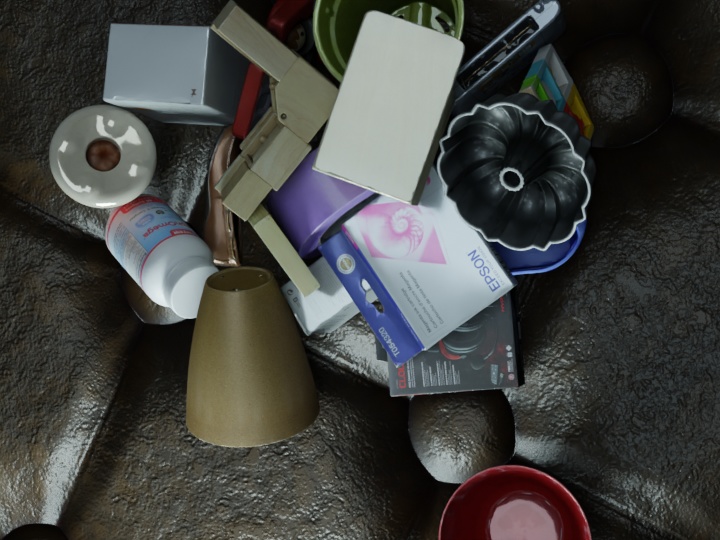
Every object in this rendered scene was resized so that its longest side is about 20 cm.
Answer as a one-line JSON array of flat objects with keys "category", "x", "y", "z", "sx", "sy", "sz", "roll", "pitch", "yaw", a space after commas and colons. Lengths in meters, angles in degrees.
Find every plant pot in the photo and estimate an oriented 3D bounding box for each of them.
[{"category": "plant pot", "x": 0.056, "y": -0.315, "z": 1.615, "sx": 0.198, "sy": 0.184, "sz": 0.203, "roll": -1, "pitch": 88, "yaw": 15}, {"category": "plant pot", "x": -0.155, "y": 0.105, "z": 1.624, "sx": 0.184, "sy": 0.187, "sz": 0.202, "roll": 2, "pitch": 112, "yaw": 16}]

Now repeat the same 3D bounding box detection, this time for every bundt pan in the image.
[{"category": "bundt pan", "x": 0.197, "y": -0.129, "z": 1.464, "sx": 0.200, "sy": 0.076, "sz": 0.204, "roll": 18, "pitch": 131, "yaw": 22}]

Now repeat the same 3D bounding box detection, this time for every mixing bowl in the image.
[{"category": "mixing bowl", "x": 0.210, "y": 0.351, "z": 1.586, "sx": 0.198, "sy": 0.108, "sz": 0.203, "roll": -1, "pitch": 88, "yaw": 16}]

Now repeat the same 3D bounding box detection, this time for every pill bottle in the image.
[{"category": "pill bottle", "x": -0.273, "y": -0.019, "z": 1.696, "sx": 0.200, "sy": 0.108, "sz": 0.109, "roll": 41, "pitch": 100, "yaw": 43}]

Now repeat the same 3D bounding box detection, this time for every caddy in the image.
[{"category": "caddy", "x": 0.199, "y": -0.065, "z": 1.586, "sx": 0.198, "sy": 0.105, "sz": 0.143, "roll": -7, "pitch": 87, "yaw": 15}]

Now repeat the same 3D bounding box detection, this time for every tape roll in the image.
[{"category": "tape roll", "x": -0.022, "y": -0.108, "z": 1.621, "sx": 0.199, "sy": 0.200, "sz": 0.085, "roll": -36, "pitch": 80, "yaw": 11}]

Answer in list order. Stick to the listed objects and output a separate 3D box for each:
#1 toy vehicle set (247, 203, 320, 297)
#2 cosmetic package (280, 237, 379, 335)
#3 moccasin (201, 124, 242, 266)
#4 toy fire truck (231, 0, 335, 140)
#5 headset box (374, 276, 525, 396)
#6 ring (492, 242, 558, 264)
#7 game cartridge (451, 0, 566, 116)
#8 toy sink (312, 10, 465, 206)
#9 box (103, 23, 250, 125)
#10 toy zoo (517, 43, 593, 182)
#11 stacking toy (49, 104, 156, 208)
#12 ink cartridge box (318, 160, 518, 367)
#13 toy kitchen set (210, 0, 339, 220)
[{"category": "toy vehicle set", "x": -0.122, "y": -0.050, "z": 1.616, "sx": 0.026, "sy": 0.200, "sz": 0.125, "roll": -36, "pitch": 116, "yaw": -3}, {"category": "cosmetic package", "x": 0.000, "y": 0.000, "z": 1.658, "sx": 0.199, "sy": 0.113, "sz": 0.082, "roll": -35, "pitch": 81, "yaw": 14}, {"category": "moccasin", "x": -0.184, "y": -0.107, "z": 1.732, "sx": 0.077, "sy": 0.074, "sz": 0.204, "roll": 6, "pitch": 88, "yaw": 10}, {"category": "toy fire truck", "x": -0.103, "y": -0.284, "z": 1.653, "sx": 0.111, "sy": 0.168, "sz": 0.202, "roll": 27, "pitch": 118, "yaw": 14}, {"category": "headset box", "x": 0.116, "y": 0.090, "z": 1.639, "sx": 0.198, "sy": 0.075, "sz": 0.151, "roll": -5, "pitch": 87, "yaw": 15}, {"category": "ring", "x": 0.204, "y": -0.109, "z": 1.652, "sx": 0.198, "sy": 0.019, "sz": 0.203, "roll": 0, "pitch": 89, "yaw": 16}, {"category": "game cartridge", "x": 0.189, "y": -0.279, "z": 1.602, "sx": 0.200, "sy": 0.133, "sz": 0.042, "roll": -40, "pitch": 78, "yaw": 12}, {"category": "toy sink", "x": 0.040, "y": -0.194, "z": 1.462, "sx": 0.129, "sy": 0.112, "sz": 0.202, "roll": 19, "pitch": 95, "yaw": 7}, {"category": "box", "x": -0.245, "y": -0.270, "z": 1.689, "sx": 0.150, "sy": 0.200, "sz": 0.108, "roll": 5, "pitch": 89, "yaw": 15}, {"category": "toy zoo", "x": 0.257, "y": -0.212, "z": 1.557, "sx": 0.020, "sy": 0.200, "sz": 0.132, "roll": -22, "pitch": 108, "yaw": 28}, {"category": "stacking toy", "x": -0.367, "y": -0.138, "z": 1.728, "sx": 0.144, "sy": 0.200, "sz": 0.148, "roll": 3, "pitch": 76, "yaw": -10}, {"category": "ink cartridge box", "x": 0.068, "y": -0.006, "z": 1.559, "sx": 0.199, "sy": 0.043, "sz": 0.197, "roll": -36, "pitch": 84, "yaw": 13}, {"category": "toy kitchen set", "x": -0.156, "y": -0.210, "z": 1.539, "sx": 0.180, "sy": 0.163, "sz": 0.200, "roll": 37, "pitch": 97, "yaw": -20}]
